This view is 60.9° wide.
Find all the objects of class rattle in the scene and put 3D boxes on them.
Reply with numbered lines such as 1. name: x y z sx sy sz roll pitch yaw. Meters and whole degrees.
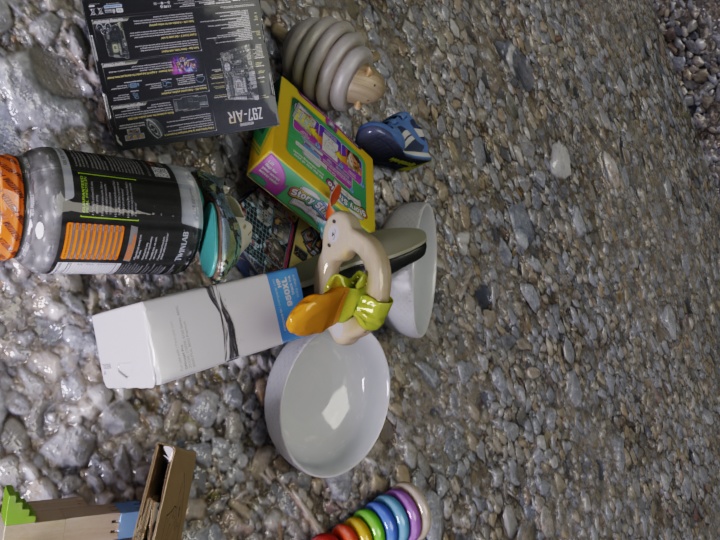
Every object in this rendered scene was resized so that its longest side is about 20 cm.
1. rattle: -0.053 -0.017 0.713 0.139 0.130 0.205 -5 67 -27

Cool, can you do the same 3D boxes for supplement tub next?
1. supplement tub: -0.276 -0.059 0.638 0.197 0.121 0.126 2 80 -44

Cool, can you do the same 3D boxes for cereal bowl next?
1. cereal bowl: -0.053 0.167 0.828 0.197 0.082 0.206 -3 95 -45
2. cereal bowl: 0.063 -0.002 0.950 0.200 0.081 0.206 3 90 -74

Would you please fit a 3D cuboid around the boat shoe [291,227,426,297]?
1. boat shoe: 0.000 -0.001 0.826 0.197 0.074 0.064 -22 119 -1

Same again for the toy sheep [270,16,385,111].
1. toy sheep: -0.049 -0.308 0.906 0.197 0.139 0.139 29 53 12

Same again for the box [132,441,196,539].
1. box: -0.199 0.262 0.614 0.021 0.201 0.168 10 70 -5

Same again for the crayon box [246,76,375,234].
1. crayon box: -0.063 -0.147 0.870 0.199 0.058 0.176 37 37 -33

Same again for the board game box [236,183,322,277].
1. board game box: -0.104 -0.021 0.859 0.136 0.034 0.203 -48 115 -39

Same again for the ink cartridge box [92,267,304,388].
1. ink cartridge box: -0.178 0.063 0.694 0.197 0.143 0.087 -14 90 -45

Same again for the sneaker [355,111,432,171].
1. sneaker: 0.050 -0.222 1.017 0.198 0.072 0.085 3 77 -60

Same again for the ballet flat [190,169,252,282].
1. ballet flat: -0.161 -0.057 0.717 0.073 0.075 0.202 22 26 -39

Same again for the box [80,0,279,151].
1. box: -0.204 -0.237 0.716 0.195 0.043 0.165 -14 106 -18

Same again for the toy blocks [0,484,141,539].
1. toy blocks: -0.276 0.300 0.579 0.134 0.099 0.206 10 88 -39

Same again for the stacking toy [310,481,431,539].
1. stacking toy: 0.009 0.373 0.866 0.197 0.084 0.088 -10 88 -41
